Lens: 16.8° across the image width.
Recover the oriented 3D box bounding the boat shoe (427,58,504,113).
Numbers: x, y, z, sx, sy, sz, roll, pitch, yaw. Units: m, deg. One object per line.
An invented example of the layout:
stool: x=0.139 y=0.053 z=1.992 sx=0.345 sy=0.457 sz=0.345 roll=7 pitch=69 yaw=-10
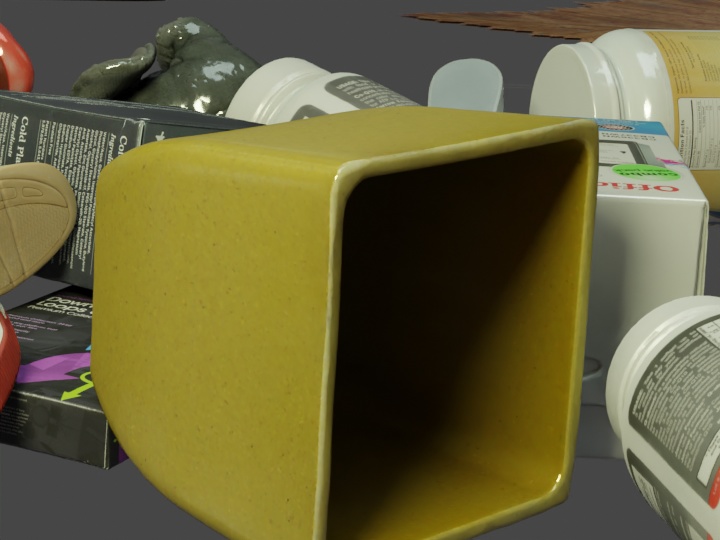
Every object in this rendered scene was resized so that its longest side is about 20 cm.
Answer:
boat shoe: x=0.063 y=-0.052 z=1.693 sx=0.074 sy=0.087 sz=0.203 roll=1 pitch=44 yaw=11

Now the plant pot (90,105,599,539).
plant pot: x=-0.025 y=0.017 z=1.182 sx=0.199 sy=0.197 sz=0.193 roll=15 pitch=18 yaw=40

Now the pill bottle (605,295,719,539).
pill bottle: x=0.188 y=0.083 z=1.135 sx=0.115 sy=0.117 sz=0.200 roll=0 pitch=16 yaw=-13

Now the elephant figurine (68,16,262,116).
elephant figurine: x=-0.166 y=-0.093 z=1.731 sx=0.199 sy=0.156 sz=0.142 roll=-18 pitch=58 yaw=-31

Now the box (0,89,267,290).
box: x=-0.128 y=-0.046 z=1.486 sx=0.181 sy=0.105 sz=0.199 roll=12 pitch=7 yaw=43

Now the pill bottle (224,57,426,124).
pill bottle: x=0.008 y=-0.060 z=1.573 sx=0.113 sy=0.114 sz=0.199 roll=-11 pitch=31 yaw=-43

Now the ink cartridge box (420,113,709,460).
ink cartridge box: x=0.104 y=0.004 z=1.348 sx=0.145 sy=0.147 sz=0.200 roll=3 pitch=15 yaw=-2

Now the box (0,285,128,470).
box: x=-0.147 y=0.052 z=1.324 sx=0.142 sy=0.036 sz=0.200 roll=10 pitch=15 yaw=23

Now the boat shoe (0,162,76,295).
boat shoe: x=-0.251 y=-0.002 z=1.352 sx=0.199 sy=0.072 sz=0.065 roll=-35 pitch=23 yaw=-22

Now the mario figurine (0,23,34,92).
mario figurine: x=-0.312 y=-0.117 z=1.710 sx=0.123 sy=0.106 sz=0.200 roll=-32 pitch=17 yaw=33

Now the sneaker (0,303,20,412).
sneaker: x=-0.238 y=0.084 z=1.169 sx=0.115 sy=0.079 sz=0.200 roll=-20 pitch=20 yaw=17

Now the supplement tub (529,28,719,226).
supplement tub: x=0.237 y=-0.104 z=1.786 sx=0.198 sy=0.146 sz=0.145 roll=-1 pitch=16 yaw=-18
